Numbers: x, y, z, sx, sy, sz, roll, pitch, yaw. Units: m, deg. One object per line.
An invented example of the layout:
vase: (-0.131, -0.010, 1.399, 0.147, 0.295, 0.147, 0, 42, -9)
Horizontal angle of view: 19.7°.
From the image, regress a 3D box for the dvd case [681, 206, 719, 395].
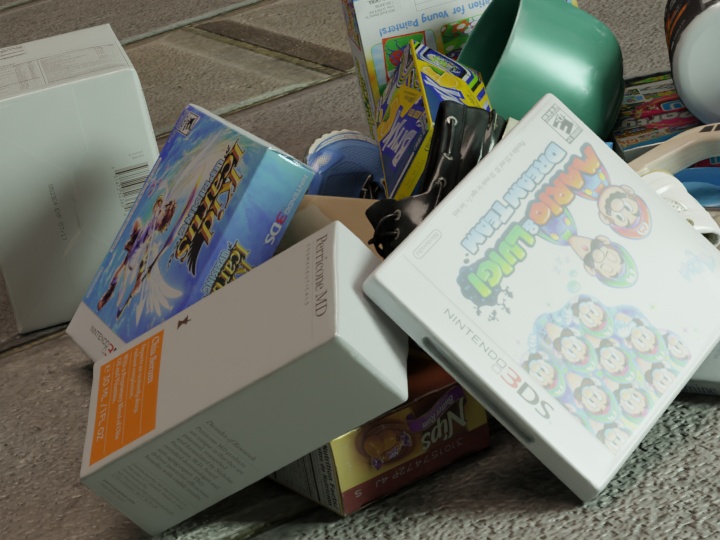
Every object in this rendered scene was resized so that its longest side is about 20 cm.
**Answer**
dvd case: (0.222, 0.017, 1.336, 0.199, 0.018, 0.143, 3, 54, 36)

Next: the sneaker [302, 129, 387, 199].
sneaker: (0.033, -0.054, 1.571, 0.200, 0.079, 0.089, 8, 11, -43)

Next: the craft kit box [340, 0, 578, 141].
craft kit box: (0.096, -0.176, 1.764, 0.199, 0.198, 0.049, -17, 17, -13)

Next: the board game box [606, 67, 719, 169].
board game box: (0.273, -0.113, 1.683, 0.147, 0.064, 0.200, -12, 21, 1)

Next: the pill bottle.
pill bottle: (0.292, -0.185, 1.621, 0.106, 0.107, 0.200, -9, 19, 9)

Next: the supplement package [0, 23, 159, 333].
supplement package: (-0.245, -0.083, 1.723, 0.147, 0.192, 0.200, -15, 20, -9)

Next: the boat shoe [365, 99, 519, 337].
boat shoe: (0.037, -0.031, 1.330, 0.200, 0.066, 0.075, -61, 1, -23)

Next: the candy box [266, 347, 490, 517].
candy box: (-0.023, 0.087, 1.333, 0.116, 0.057, 0.200, -23, 24, -29)

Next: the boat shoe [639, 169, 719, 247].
boat shoe: (0.145, 0.009, 1.312, 0.200, 0.071, 0.069, -35, 53, -18)

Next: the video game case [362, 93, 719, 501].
video game case: (0.124, 0.011, 1.246, 0.200, 0.182, 0.024, -46, -2, -35)

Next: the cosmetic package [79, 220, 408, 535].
cosmetic package: (-0.070, 0.067, 1.245, 0.200, 0.071, 0.102, -30, 37, 24)

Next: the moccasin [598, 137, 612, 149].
moccasin: (0.127, -0.055, 1.420, 0.068, 0.081, 0.200, 13, -22, 3)

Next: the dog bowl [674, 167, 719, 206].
dog bowl: (0.241, -0.020, 1.470, 0.111, 0.050, 0.200, -15, 21, -5)

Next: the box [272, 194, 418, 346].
box: (0.000, 0.000, 1.465, 0.200, 0.095, 0.078, 7, 72, 40)

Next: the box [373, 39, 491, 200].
box: (0.056, -0.100, 1.524, 0.064, 0.070, 0.200, 23, 20, -13)

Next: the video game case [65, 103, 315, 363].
video game case: (-0.126, -0.010, 1.485, 0.045, 0.200, 0.181, 27, 2, -28)

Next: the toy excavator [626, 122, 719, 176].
toy excavator: (0.286, -0.101, 1.460, 0.200, 0.100, 0.194, -7, 28, 48)

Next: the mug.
mug: (0.136, -0.135, 1.674, 0.185, 0.114, 0.152, -46, 23, 59)
